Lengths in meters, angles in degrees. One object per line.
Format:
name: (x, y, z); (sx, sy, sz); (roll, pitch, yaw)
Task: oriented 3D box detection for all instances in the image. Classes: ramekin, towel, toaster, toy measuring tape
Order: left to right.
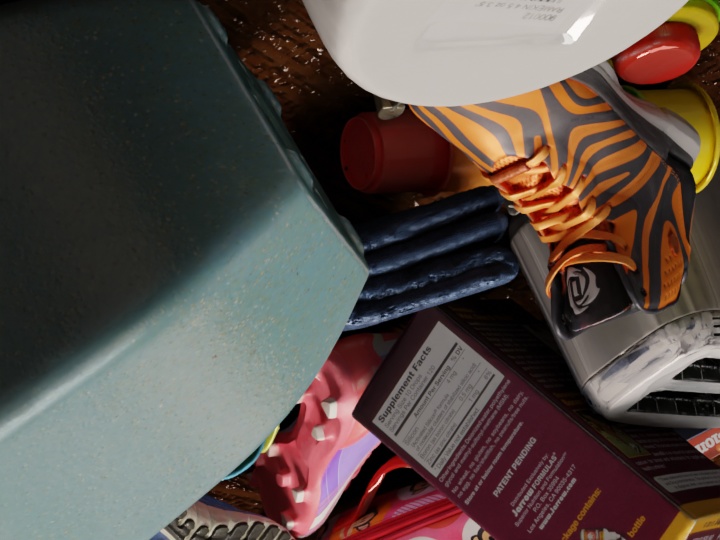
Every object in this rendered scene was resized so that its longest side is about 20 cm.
towel: (0.000, 0.000, 1.488); (0.111, 0.049, 0.200); (-18, -178, -17)
ramekin: (0.059, -0.154, 1.231); (0.200, 0.098, 0.201); (-18, 156, -8)
toy measuring tape: (0.103, -0.110, 1.406); (0.200, 0.074, 0.074); (-23, 158, 28)
toaster: (0.171, 0.009, 1.626); (0.200, 0.129, 0.114); (7, 143, -47)

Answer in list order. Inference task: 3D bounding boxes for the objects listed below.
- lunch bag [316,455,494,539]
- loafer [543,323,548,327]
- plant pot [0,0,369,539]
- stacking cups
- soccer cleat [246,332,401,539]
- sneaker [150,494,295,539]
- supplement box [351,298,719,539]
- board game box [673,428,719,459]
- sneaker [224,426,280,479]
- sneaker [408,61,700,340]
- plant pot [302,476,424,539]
lunch bag: (0.068, 0.185, 1.776); (0.200, 0.176, 0.082); (-24, -165, 23)
loafer: (0.155, 0.068, 1.802); (0.200, 0.076, 0.067); (-13, 149, -17)
plant pot: (-0.114, -0.008, 1.295); (0.200, 0.196, 0.196); (-32, 155, 4)
stacking cups: (0.083, -0.066, 1.500); (0.200, 0.061, 0.061); (-2, 150, -27)
soccer cleat: (-0.013, 0.100, 1.752); (0.076, 0.067, 0.200); (-16, 153, -23)
sneaker: (-0.112, 0.150, 1.743); (0.079, 0.089, 0.200); (-53, 135, 0)
supplement box: (0.109, 0.105, 1.637); (0.086, 0.200, 0.110); (-57, 156, 15)
board game box: (0.208, 0.089, 1.834); (0.103, 0.019, 0.200); (-29, -175, 4)
sneaker: (-0.098, 0.067, 1.527); (0.079, 0.131, 0.200); (-15, 156, -18)
sneaker: (0.096, -0.033, 1.368); (0.078, 0.112, 0.200); (-17, 155, 40)
plant pot: (0.035, 0.214, 1.918); (0.200, 0.187, 0.186); (-4, 154, -7)
